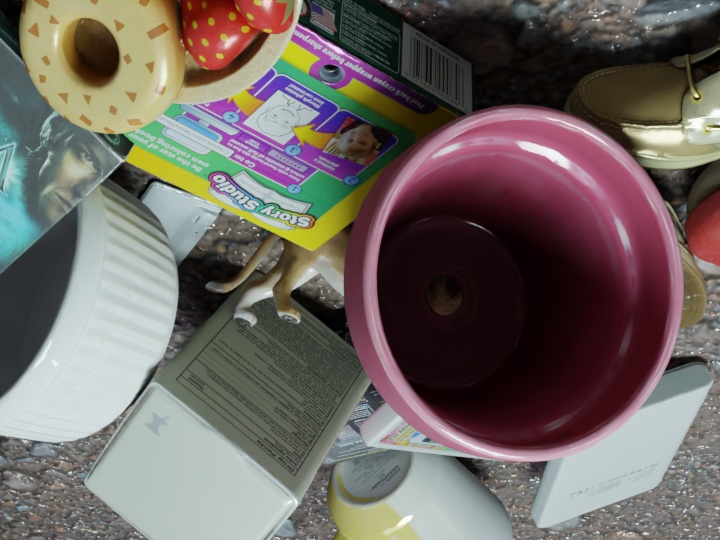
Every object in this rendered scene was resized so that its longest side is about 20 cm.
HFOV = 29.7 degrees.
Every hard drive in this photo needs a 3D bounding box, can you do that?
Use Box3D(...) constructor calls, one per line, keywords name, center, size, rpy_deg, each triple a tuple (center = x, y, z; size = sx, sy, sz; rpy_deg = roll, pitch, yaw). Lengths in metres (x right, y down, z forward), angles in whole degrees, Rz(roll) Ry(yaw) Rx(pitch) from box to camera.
Box3D(name="hard drive", center=(0.226, 0.158, 1.196), size=(0.130, 0.026, 0.201), rpy_deg=(-17, 148, -14))

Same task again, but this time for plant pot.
Box3D(name="plant pot", center=(0.075, 0.015, 0.845), size=(0.197, 0.203, 0.179), rpy_deg=(10, 172, -12))

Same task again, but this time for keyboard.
Box3D(name="keyboard", center=(-0.172, -0.005, 1.041), size=(0.056, 0.011, 0.200), rpy_deg=(23, 139, -20))

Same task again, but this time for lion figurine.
Box3D(name="lion figurine", center=(0.000, 0.000, 0.974), size=(0.198, 0.124, 0.073), rpy_deg=(22, 157, -3))

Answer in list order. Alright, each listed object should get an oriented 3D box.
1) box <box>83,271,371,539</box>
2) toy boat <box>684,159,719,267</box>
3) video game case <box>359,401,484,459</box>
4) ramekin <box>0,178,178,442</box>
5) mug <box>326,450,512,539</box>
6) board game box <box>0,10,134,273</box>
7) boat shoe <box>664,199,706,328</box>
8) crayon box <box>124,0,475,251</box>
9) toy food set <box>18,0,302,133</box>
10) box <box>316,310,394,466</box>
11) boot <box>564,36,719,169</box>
Box3D(name="box", center=(-0.089, 0.111, 0.989), size=(0.127, 0.200, 0.109), rpy_deg=(39, 118, 0))
Box3D(name="toy boat", center=(0.311, -0.006, 0.913), size=(0.198, 0.132, 0.130), rpy_deg=(24, 138, -29))
Box3D(name="video game case", center=(0.123, 0.080, 1.052), size=(0.181, 0.024, 0.200), rpy_deg=(14, 131, -46))
Box3D(name="ramekin", center=(-0.214, 0.020, 0.922), size=(0.199, 0.202, 0.105), rpy_deg=(-25, 147, 32))
Box3D(name="mug", center=(0.040, 0.233, 1.226), size=(0.148, 0.188, 0.154), rpy_deg=(-8, 137, 28))
Box3D(name="board game box", center=(-0.250, -0.102, 0.807), size=(0.135, 0.028, 0.200), rpy_deg=(-37, 109, 25))
Box3D(name="boat shoe", center=(0.195, -0.024, 0.948), size=(0.070, 0.065, 0.200), rpy_deg=(-12, 143, 21))
Box3D(name="crayon box", center=(-0.057, -0.109, 0.848), size=(0.199, 0.059, 0.172), rpy_deg=(26, 139, -30))
Box3D(name="toy food set", center=(-0.122, -0.173, 0.709), size=(0.198, 0.049, 0.200), rpy_deg=(-9, 118, 33))
Box3D(name="box", center=(-0.004, 0.099, 1.141), size=(0.198, 0.050, 0.158), rpy_deg=(-16, 141, 23))
Box3D(name="boot", center=(0.226, -0.132, 0.790), size=(0.197, 0.074, 0.156), rpy_deg=(1, 145, -2))
